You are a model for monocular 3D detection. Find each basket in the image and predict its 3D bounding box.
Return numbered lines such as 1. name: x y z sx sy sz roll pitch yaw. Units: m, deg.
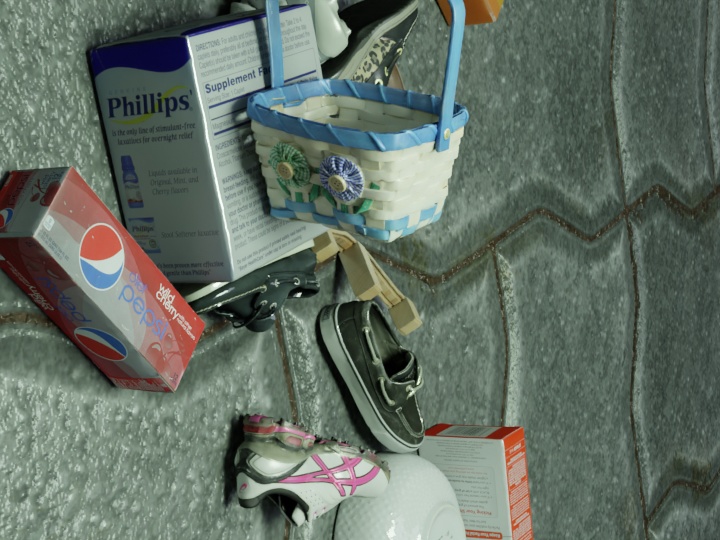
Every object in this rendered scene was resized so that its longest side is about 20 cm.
1. basket: 0.001 -0.132 1.093 0.139 0.175 0.202 -20 117 -53

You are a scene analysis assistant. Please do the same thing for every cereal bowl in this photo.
1. cereal bowl: 0.055 0.292 1.458 0.200 0.083 0.202 9 80 -59

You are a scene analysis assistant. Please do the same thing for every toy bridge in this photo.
1. toy bridge: 0.000 0.000 1.405 0.200 0.027 0.067 41 20 -50

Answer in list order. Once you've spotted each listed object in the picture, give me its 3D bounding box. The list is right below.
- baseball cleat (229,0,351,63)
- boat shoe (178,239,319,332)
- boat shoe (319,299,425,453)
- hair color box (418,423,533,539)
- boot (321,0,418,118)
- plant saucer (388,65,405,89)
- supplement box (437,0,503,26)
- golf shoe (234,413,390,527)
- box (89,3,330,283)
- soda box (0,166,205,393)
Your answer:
1. baseball cleat: -0.090 -0.273 1.252 0.201 0.106 0.070 60 -5 2
2. boat shoe: -0.093 0.021 1.230 0.199 0.074 0.067 -30 102 -66
3. boat shoe: 0.029 0.112 1.418 0.201 0.063 0.071 59 32 -33
4. hair color box: 0.133 0.279 1.562 0.064 0.110 0.202 -15 102 -58
5. boot: 0.011 -0.172 1.363 0.204 0.073 0.155 -53 135 -45
6. plant saucer: -0.008 -0.150 1.423 0.200 0.032 0.202 3 87 -60
7. supplement box: 0.150 -0.388 1.667 0.067 0.068 0.201 57 44 -42
8. golf shoe: -0.048 0.198 1.305 0.199 0.072 0.093 24 74 -46
9. box: -0.115 -0.110 1.168 0.184 0.104 0.202 -31 115 -55
10. soda box: -0.202 0.010 1.055 0.200 0.063 0.070 57 44 -42
